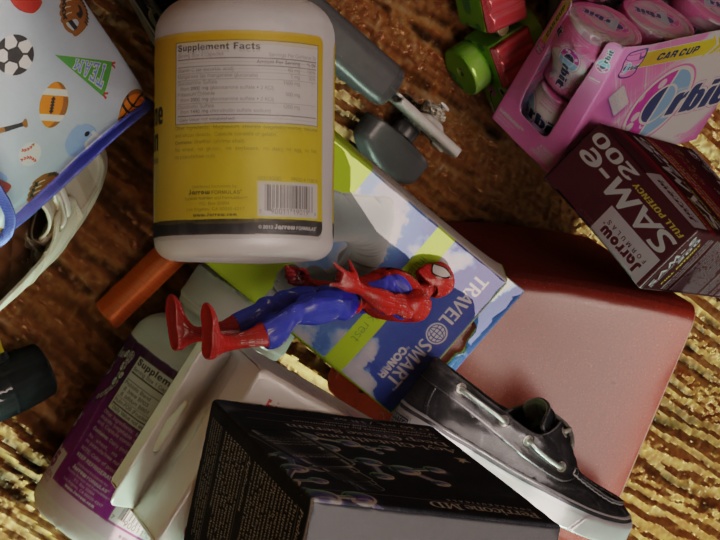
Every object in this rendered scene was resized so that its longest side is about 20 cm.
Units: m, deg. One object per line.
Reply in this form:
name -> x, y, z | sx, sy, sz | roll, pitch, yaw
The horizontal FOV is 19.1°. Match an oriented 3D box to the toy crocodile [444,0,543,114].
toy crocodile -> 0.093, -0.186, 1.516 | 0.067, 0.062, 0.200 | -30, 123, -18

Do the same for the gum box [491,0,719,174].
gum box -> 0.192, -0.144, 1.535 | 0.200, 0.066, 0.114 | -16, 143, -47

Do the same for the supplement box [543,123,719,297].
supplement box -> 0.221, -0.040, 1.535 | 0.061, 0.109, 0.200 | -47, 159, 19

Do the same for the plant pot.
plant pot -> 0.092, 0.066, 1.550 | 0.176, 0.200, 0.200 | 18, 99, -22

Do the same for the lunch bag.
lunch bag -> -0.252, -0.106, 1.287 | 0.200, 0.124, 0.170 | -41, 122, -16

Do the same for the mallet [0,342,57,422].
mallet -> -0.246, 0.006, 1.401 | 0.066, 0.041, 0.201 | -17, 114, -26

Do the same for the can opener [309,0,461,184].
can opener -> -0.001, -0.129, 1.485 | 0.067, 0.053, 0.200 | -50, 126, -4

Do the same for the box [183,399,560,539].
box -> -0.001, 0.156, 1.217 | 0.148, 0.200, 0.107 | 9, 100, -22

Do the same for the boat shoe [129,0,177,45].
boat shoe -> -0.110, -0.173, 1.392 | 0.071, 0.064, 0.200 | -48, 126, -7

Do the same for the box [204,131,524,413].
box -> 0.000, 0.000, 1.412 | 0.200, 0.048, 0.122 | 39, 99, -11

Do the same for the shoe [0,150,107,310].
shoe -> -0.221, -0.016, 1.364 | 0.200, 0.053, 0.070 | -50, 124, -28

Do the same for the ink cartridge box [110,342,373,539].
ink cartridge box -> -0.055, 0.133, 1.369 | 0.200, 0.125, 0.129 | 32, 90, -23

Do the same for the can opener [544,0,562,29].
can opener -> 0.174, -0.249, 1.533 | 0.067, 0.053, 0.201 | 7, 111, 9

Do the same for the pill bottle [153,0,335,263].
pill bottle -> -0.071, -0.106, 1.315 | 0.112, 0.112, 0.201 | 2, 87, -33

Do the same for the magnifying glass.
magnifying glass -> -0.101, -0.037, 1.456 | 0.200, 0.080, 0.022 | -42, 130, 2

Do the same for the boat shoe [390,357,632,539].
boat shoe -> 0.113, 0.119, 1.431 | 0.200, 0.072, 0.068 | 30, 92, -23

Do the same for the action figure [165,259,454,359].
action figure -> -0.021, 0.018, 1.330 | 0.200, 0.065, 0.052 | -6, 95, -36

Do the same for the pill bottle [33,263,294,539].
pill bottle -> -0.128, 0.100, 1.464 | 0.112, 0.112, 0.200 | 32, 90, -37
